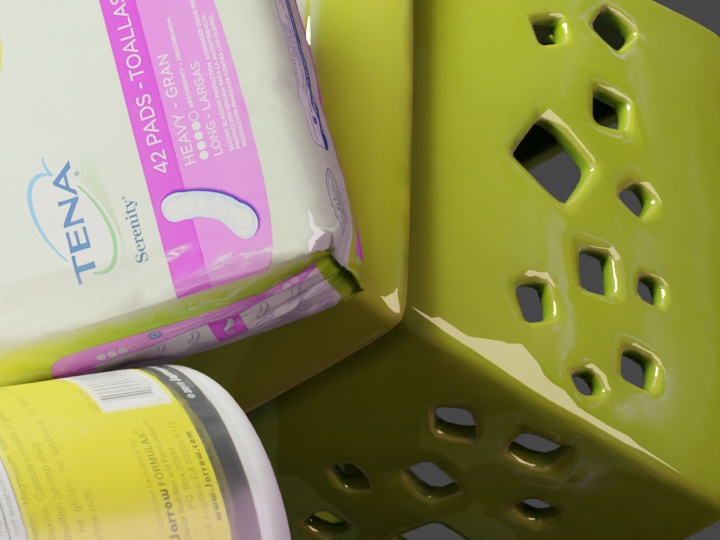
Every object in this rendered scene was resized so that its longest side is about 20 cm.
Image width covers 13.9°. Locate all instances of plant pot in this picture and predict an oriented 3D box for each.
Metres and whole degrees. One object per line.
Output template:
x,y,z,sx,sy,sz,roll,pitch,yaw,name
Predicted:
0.000,0.000,1.013,0.181,0.199,0.201,27,49,-34,plant pot

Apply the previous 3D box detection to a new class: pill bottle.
-0.126,0.092,0.800,0.199,0.112,0.113,-8,74,-27,pill bottle

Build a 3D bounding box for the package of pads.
-0.109,-0.034,0.876,0.068,0.199,0.155,50,24,-74,package of pads
